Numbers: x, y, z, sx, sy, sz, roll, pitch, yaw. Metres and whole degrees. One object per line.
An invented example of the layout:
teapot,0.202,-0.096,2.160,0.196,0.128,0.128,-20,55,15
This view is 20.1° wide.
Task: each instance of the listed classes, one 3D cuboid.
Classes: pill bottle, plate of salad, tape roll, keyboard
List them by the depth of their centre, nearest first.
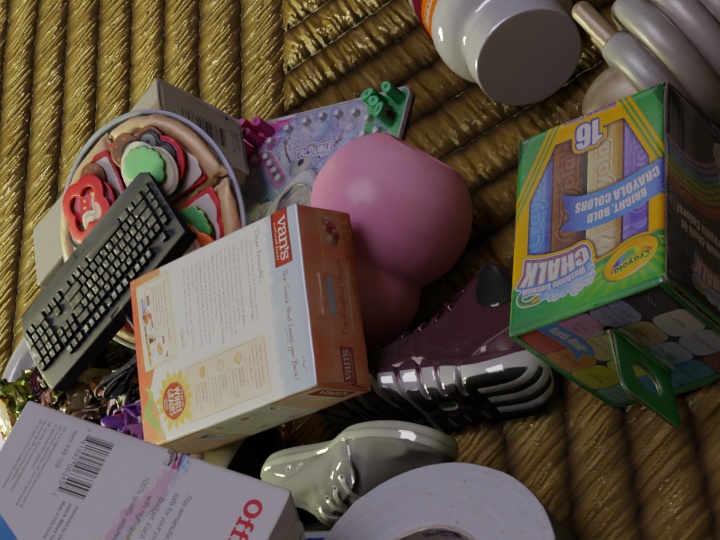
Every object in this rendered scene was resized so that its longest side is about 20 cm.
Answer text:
tape roll,0.052,0.226,1.315,0.199,0.066,0.201,-20,46,22
pill bottle,0.096,-0.218,1.579,0.113,0.113,0.200,-44,39,15
keyboard,-0.200,0.028,1.660,0.200,0.021,0.127,-48,68,28
plate of salad,-0.252,0.118,1.737,0.199,0.048,0.201,-13,68,35

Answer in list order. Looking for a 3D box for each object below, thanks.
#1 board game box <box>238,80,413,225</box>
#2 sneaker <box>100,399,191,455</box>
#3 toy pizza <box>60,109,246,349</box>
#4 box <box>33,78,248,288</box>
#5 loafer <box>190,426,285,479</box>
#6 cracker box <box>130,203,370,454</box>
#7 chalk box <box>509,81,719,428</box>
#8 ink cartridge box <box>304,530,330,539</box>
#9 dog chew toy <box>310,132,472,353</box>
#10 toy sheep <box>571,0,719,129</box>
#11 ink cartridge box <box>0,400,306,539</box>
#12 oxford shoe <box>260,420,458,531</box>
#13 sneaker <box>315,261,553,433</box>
board game box,-0.056,-0.055,1.698,0.199,0.026,0.201,-10,57,44
sneaker,-0.161,0.125,1.615,0.080,0.083,0.200,-1,48,56
toy pizza,-0.177,-0.032,1.671,0.199,0.032,0.202,3,95,34
box,-0.193,-0.059,1.769,0.200,0.095,0.078,-48,34,28
loafer,-0.095,0.189,1.523,0.068,0.075,0.201,-33,42,35
cracker box,-0.084,0.047,1.487,0.199,0.057,0.135,-23,67,44
chalk box,0.180,0.006,1.319,0.123,0.124,0.201,-20,49,37
ink cartridge box,-0.054,0.278,1.404,0.199,0.047,0.199,-2,56,4
dog chew toy,0.000,0.000,1.528,0.124,0.124,0.201,35,98,52
toy sheep,0.232,-0.162,1.382,0.200,0.138,0.138,-43,39,8
ink cartridge box,-0.151,0.208,1.350,0.199,0.146,0.147,17,60,18
oxford shoe,-0.004,0.148,1.427,0.200,0.075,0.058,-23,46,47
sneaker,0.059,0.055,1.468,0.199,0.076,0.116,-9,50,33
